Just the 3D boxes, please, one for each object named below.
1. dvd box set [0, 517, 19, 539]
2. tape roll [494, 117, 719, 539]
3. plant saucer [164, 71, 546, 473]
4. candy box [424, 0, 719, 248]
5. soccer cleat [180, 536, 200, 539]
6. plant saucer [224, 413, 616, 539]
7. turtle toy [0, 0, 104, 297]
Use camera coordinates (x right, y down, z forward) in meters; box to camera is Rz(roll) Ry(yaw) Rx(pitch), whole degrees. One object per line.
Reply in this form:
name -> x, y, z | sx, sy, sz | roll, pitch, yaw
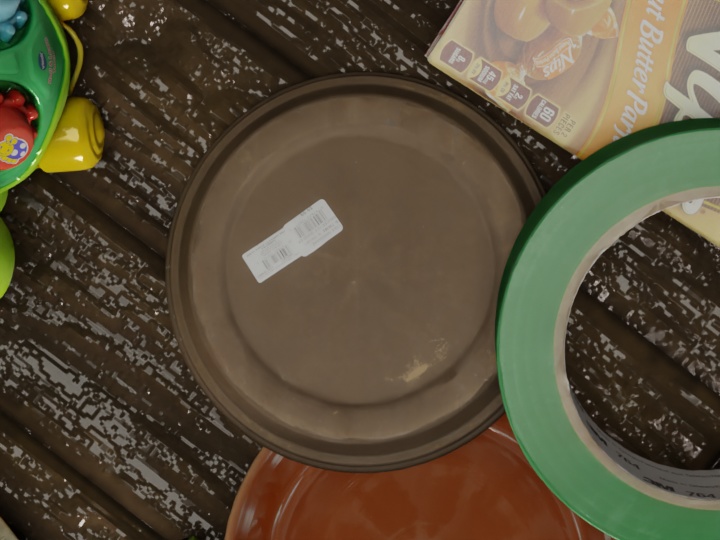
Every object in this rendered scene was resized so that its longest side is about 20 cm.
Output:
dvd box set -> -0.284, 0.116, 0.831 | 0.146, 0.029, 0.200 | -41, 95, -29
tape roll -> 0.162, 0.032, 0.756 | 0.200, 0.048, 0.201 | 1, 100, 4
plant saucer -> 0.000, 0.000, 0.809 | 0.199, 0.029, 0.201 | 0, 87, 5
candy box -> 0.145, -0.098, 0.787 | 0.200, 0.055, 0.116 | 32, 101, -1
soccer cleat -> -0.083, 0.238, 0.854 | 0.081, 0.068, 0.201 | -12, 101, -2
plant saucer -> 0.032, 0.147, 0.815 | 0.199, 0.032, 0.201 | -2, 72, 5
turtle toy -> -0.204, -0.075, 0.797 | 0.145, 0.101, 0.201 | -4, 99, 6
